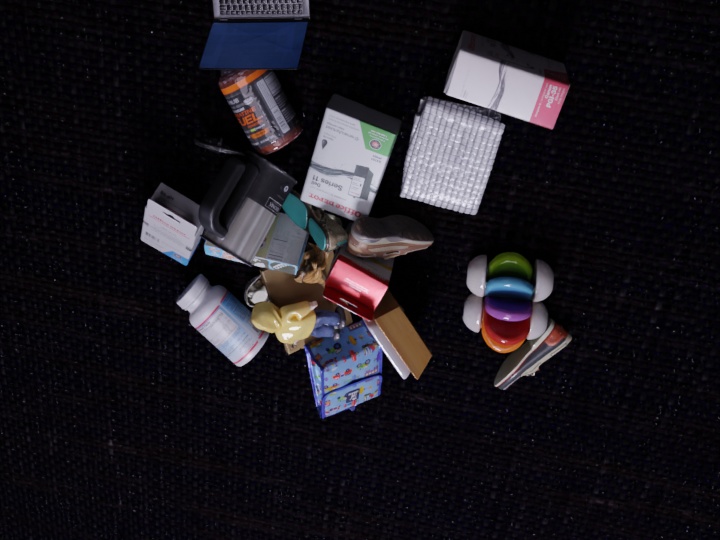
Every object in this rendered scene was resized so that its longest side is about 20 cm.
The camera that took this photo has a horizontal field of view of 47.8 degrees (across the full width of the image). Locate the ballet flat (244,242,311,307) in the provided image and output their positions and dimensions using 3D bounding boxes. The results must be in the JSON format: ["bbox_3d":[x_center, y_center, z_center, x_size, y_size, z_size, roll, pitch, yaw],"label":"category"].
[{"bbox_3d":[-0.176,0.018,1.725,0.199,0.072,0.072,-38,106,26],"label":"ballet flat"}]

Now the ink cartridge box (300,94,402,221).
[{"bbox_3d":[-0.021,-0.210,1.561,0.143,0.084,0.203,19,121,0],"label":"ink cartridge box"}]

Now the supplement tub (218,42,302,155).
[{"bbox_3d":[-0.196,-0.326,1.520,0.105,0.108,0.203,-21,112,21],"label":"supplement tub"}]

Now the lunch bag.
[{"bbox_3d":[-0.032,0.232,1.780,0.148,0.094,0.203,-21,133,-19],"label":"lunch bag"}]

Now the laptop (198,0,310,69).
[{"bbox_3d":[-0.189,-0.465,1.424,0.182,0.116,0.205,2,111,9],"label":"laptop"}]

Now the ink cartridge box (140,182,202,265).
[{"bbox_3d":[-0.375,-0.099,1.647,0.114,0.068,0.200,30,152,-6],"label":"ink cartridge box"}]

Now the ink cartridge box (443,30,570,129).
[{"bbox_3d":[0.251,-0.332,1.406,0.195,0.147,0.084,18,120,0],"label":"ink cartridge box"}]

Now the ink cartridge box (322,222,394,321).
[{"bbox_3d":[0.000,0.000,1.603,0.114,0.201,0.068,27,121,-7],"label":"ink cartridge box"}]

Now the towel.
[{"bbox_3d":[0.169,-0.220,1.522,0.161,0.086,0.204,16,122,4],"label":"towel"}]

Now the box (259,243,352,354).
[{"bbox_3d":[-0.110,0.056,1.711,0.161,0.021,0.204,-24,116,-18],"label":"box"}]

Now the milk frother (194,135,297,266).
[{"bbox_3d":[-0.257,-0.145,1.569,0.179,0.198,0.191,33,85,-44],"label":"milk frother"}]

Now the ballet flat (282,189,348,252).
[{"bbox_3d":[-0.087,-0.103,1.618,0.074,0.200,0.069,-14,130,-31],"label":"ballet flat"}]

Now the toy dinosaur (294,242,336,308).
[{"bbox_3d":[-0.092,0.004,1.651,0.059,0.199,0.109,17,86,24],"label":"toy dinosaur"}]

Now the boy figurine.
[{"bbox_3d":[-0.132,0.107,1.666,0.195,0.065,0.126,5,135,-20],"label":"boy figurine"}]

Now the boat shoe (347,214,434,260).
[{"bbox_3d":[0.056,-0.061,1.599,0.196,0.077,0.072,2,136,-33],"label":"boat shoe"}]

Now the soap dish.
[{"bbox_3d":[0.068,0.118,1.668,0.080,0.200,0.159,-35,108,1],"label":"soap dish"}]

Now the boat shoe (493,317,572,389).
[{"bbox_3d":[0.360,0.187,1.716,0.062,0.072,0.201,34,115,-12],"label":"boat shoe"}]

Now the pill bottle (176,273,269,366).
[{"bbox_3d":[-0.302,0.106,1.774,0.108,0.109,0.200,-39,105,27],"label":"pill bottle"}]

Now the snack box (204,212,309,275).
[{"bbox_3d":[-0.208,-0.069,1.656,0.195,0.118,0.037,13,149,4],"label":"snack box"}]

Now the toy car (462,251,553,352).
[{"bbox_3d":[0.292,0.070,1.615,0.170,0.151,0.205,6,120,8],"label":"toy car"}]
